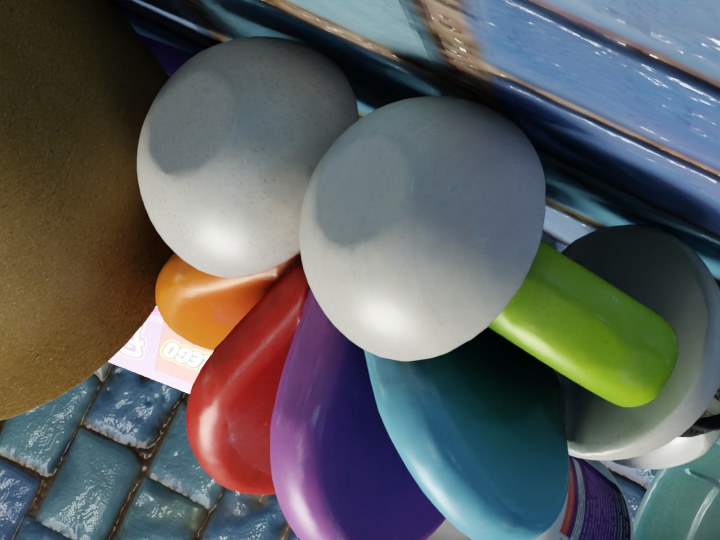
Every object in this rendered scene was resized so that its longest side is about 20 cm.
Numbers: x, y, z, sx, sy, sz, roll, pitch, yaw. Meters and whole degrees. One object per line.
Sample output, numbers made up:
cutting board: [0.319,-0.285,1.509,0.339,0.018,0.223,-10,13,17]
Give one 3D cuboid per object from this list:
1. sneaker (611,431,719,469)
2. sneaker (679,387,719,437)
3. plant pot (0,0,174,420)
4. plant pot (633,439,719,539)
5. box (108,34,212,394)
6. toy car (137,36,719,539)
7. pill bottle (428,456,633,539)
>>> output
sneaker: [0.105,0.046,1.081,0.200,0.071,0.080,24,174,44]
sneaker: [0.121,0.043,0.855,0.086,0.081,0.200,6,-176,6]
plant pot: [-0.162,-0.064,0.684,0.186,0.187,0.200,26,163,14]
plant pot: [0.343,0.256,1.681,0.196,0.201,0.200,19,179,-13]
box: [-0.130,-0.041,0.852,0.200,0.137,0.039,21,-146,9]
toy car: [0.010,0.023,0.691,0.200,0.150,0.175,24,176,43]
pill bottle: [0.080,0.134,1.084,0.111,0.112,0.200,25,173,28]
